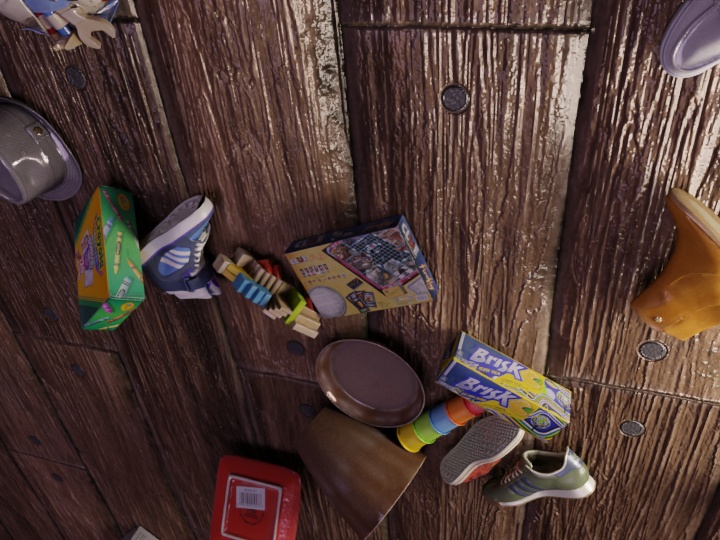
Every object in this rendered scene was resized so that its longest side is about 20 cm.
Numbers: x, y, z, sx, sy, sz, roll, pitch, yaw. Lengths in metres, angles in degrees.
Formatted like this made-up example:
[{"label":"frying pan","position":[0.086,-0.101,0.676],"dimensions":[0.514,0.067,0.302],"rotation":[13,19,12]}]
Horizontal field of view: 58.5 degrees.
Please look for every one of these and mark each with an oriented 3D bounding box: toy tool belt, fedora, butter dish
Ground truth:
[{"label":"toy tool belt","position":[-0.370,-0.344,0.823],"dimensions":[0.199,0.125,0.123],"rotation":[11,161,20]},{"label":"fedora","position":[-0.562,-0.177,1.036],"dimensions":[0.176,0.090,0.200],"rotation":[-11,121,30]},{"label":"butter dish","position":[-0.202,0.501,1.388],"dimensions":[0.199,0.148,0.200],"rotation":[6,88,21]}]

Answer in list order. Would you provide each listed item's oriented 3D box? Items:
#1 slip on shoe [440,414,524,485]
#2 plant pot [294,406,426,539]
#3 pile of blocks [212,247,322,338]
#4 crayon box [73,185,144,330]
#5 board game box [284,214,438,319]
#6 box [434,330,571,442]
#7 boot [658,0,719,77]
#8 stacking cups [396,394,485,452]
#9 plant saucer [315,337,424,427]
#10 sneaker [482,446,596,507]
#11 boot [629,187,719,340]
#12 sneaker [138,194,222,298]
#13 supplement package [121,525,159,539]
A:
[{"label":"slip on shoe","position":[0.215,0.308,1.107],"dimensions":[0.061,0.074,0.200],"rotation":[10,133,-31]},{"label":"plant pot","position":[-0.015,0.347,1.173],"dimensions":[0.200,0.187,0.187],"rotation":[38,133,11]},{"label":"pile of blocks","position":[-0.138,0.026,1.022],"dimensions":[0.200,0.082,0.062],"rotation":[34,102,-9]},{"label":"crayon box","position":[-0.407,-0.019,1.034],"dimensions":[0.058,0.201,0.119],"rotation":[8,147,-42]},{"label":"board game box","position":[0.000,0.000,0.970],"dimensions":[0.199,0.035,0.136],"rotation":[-11,121,30]},{"label":"box","position":[0.220,0.179,0.991],"dimensions":[0.200,0.070,0.064],"rotation":[28,130,0]},{"label":"boot","position":[0.358,-0.245,0.581],"dimensions":[0.073,0.096,0.200],"rotation":[36,132,-6]},{"label":"stacking cups","position":[0.144,0.244,1.085],"dimensions":[0.060,0.061,0.200],"rotation":[40,129,-10]},{"label":"plant saucer","position":[0.019,0.188,1.107],"dimensions":[0.199,0.032,0.201],"rotation":[13,127,17]},{"label":"sneaker","position":[0.290,0.344,1.101],"dimensions":[0.200,0.067,0.090],"rotation":[-19,109,33]},{"label":"boot","position":[0.386,0.005,0.781],"dimensions":[0.201,0.071,0.144],"rotation":[39,128,-16]},{"label":"sneaker","position":[-0.264,-0.025,1.046],"dimensions":[0.200,0.081,0.146],"rotation":[-31,122,31]},{"label":"supplement package","position":[-0.609,0.850,1.850],"dimensions":[0.200,0.114,0.109],"rotation":[43,129,-11]}]
